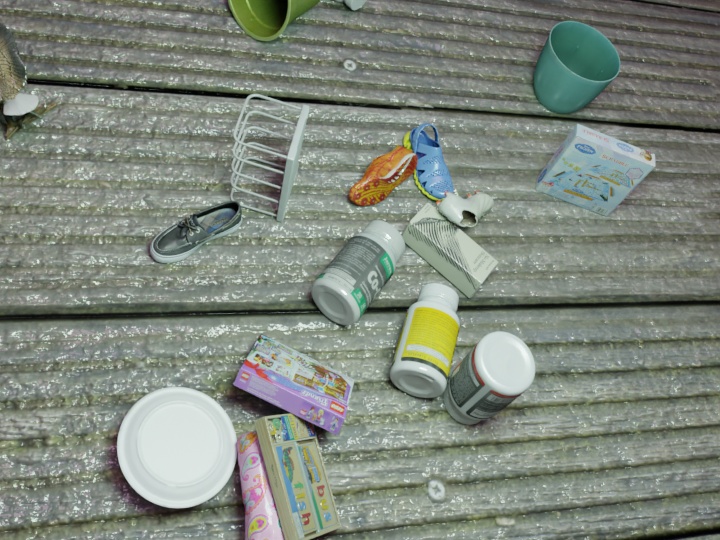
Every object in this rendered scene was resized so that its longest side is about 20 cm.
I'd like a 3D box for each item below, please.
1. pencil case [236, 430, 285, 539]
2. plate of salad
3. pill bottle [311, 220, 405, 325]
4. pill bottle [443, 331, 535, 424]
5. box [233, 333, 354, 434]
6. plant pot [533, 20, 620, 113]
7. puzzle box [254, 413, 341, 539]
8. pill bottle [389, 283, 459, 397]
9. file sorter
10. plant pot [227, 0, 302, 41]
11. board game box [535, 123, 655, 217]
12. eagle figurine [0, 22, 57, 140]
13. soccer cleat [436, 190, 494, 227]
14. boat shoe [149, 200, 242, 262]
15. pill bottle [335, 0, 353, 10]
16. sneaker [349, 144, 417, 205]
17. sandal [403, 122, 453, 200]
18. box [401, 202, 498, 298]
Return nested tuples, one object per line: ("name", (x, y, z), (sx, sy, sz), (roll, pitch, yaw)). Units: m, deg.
("pencil case", (-0.155, 0.361, 1.177), (0.085, 0.088, 0.204), (1, 59, -17))
("plate of salad", (-0.301, 0.291, 1.192), (0.196, 0.048, 0.204), (15, 53, -20))
("pill bottle", (0.000, 0.000, 1.416), (0.112, 0.114, 0.201), (36, 58, 5))
("pill bottle", (0.228, 0.204, 1.322), (0.113, 0.201, 0.118), (8, 59, -13))
("box", (-0.112, 0.197, 1.271), (0.197, 0.040, 0.137), (26, 21, -2))
("plant pot", (0.536, -0.503, 1.850), (0.196, 0.162, 0.205), (8, 59, -13))
("puzzle box", (-0.100, 0.336, 1.186), (0.132, 0.025, 0.204), (12, 56, -60))
("pill bottle", (0.130, 0.130, 1.386), (0.109, 0.112, 0.203), (22, 57, -5))
("file sorter", (-0.186, -0.225, 1.436), (0.122, 0.201, 0.141), (15, 57, -3))
("plant pot", (-0.185, -0.669, 1.714), (0.200, 0.201, 0.189), (43, 44, 9))
("board game box", (0.538, -0.227, 1.670), (0.196, 0.200, 0.042), (19, 56, -7))
("eagle figurine", (-0.702, -0.359, 1.374), (0.148, 0.202, 0.153), (-25, 26, 11))
("soccer cleat", (0.238, -0.127, 1.565), (0.198, 0.070, 0.078), (-5, 52, -51))
("boat shoe", (-0.312, -0.081, 1.389), (0.197, 0.067, 0.071), (-24, 70, -28))
("pill bottle", (-0.066, -0.758, 1.832), (0.200, 0.109, 0.108), (44, 58, 9))
("sneaker", (0.041, -0.206, 1.587), (0.076, 0.074, 0.199), (30, 52, 32))
("sandal", (0.157, -0.251, 1.629), (0.078, 0.087, 0.203), (-13, 68, -26))
("box", (0.187, -0.043, 1.529), (0.199, 0.069, 0.082), (40, 56, 7))
